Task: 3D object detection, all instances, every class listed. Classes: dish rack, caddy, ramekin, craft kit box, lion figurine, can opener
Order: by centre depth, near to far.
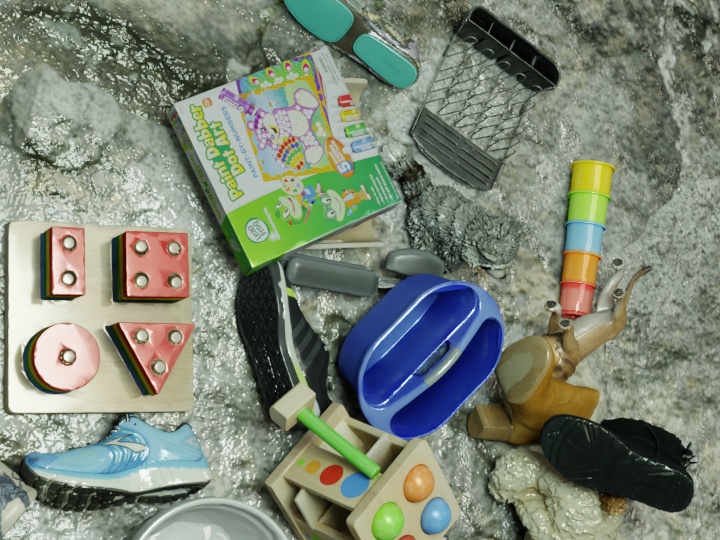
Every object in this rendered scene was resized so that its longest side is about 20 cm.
[{"bbox_3d":[-0.170,0.334,1.340,0.199,0.105,0.201,5,79,-27],"label":"ramekin"},{"bbox_3d":[-0.083,-0.124,1.439,0.197,0.049,0.201,-26,86,-20],"label":"craft kit box"},{"bbox_3d":[0.072,0.097,1.477,0.200,0.105,0.142,-45,118,-9],"label":"caddy"},{"bbox_3d":[0.000,0.000,1.512,0.199,0.053,0.067,5,98,-26],"label":"can opener"},{"bbox_3d":[0.278,0.075,1.605,0.199,0.073,0.123,-24,134,-14],"label":"lion figurine"},{"bbox_3d":[0.152,-0.209,1.628,0.153,0.054,0.201,32,69,-19],"label":"dish rack"}]

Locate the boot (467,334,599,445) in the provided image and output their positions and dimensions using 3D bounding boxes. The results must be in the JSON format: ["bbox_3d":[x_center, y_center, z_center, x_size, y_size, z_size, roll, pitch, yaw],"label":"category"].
[{"bbox_3d":[0.225,0.141,1.541,0.143,0.202,0.071,1,53,-24],"label":"boot"}]

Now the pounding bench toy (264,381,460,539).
[{"bbox_3d":[-0.003,0.220,1.377,0.124,0.156,0.201,-47,130,-26],"label":"pounding bench toy"}]

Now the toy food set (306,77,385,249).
[{"bbox_3d":[-0.045,-0.123,1.505,0.143,0.060,0.201,-3,83,-29],"label":"toy food set"}]

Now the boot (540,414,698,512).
[{"bbox_3d":[0.305,0.210,1.538,0.197,0.162,0.074,23,103,3],"label":"boot"}]

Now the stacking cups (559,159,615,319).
[{"bbox_3d":[0.291,-0.038,1.671,0.060,0.060,0.201,12,77,-26],"label":"stacking cups"}]

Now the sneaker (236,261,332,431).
[{"bbox_3d":[-0.080,0.084,1.462,0.083,0.071,0.201,-11,89,-50],"label":"sneaker"}]

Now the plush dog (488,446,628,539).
[{"bbox_3d":[0.251,0.322,1.559,0.199,0.160,0.173,10,101,-27],"label":"plush dog"}]

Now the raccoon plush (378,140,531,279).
[{"bbox_3d":[0.105,-0.070,1.533,0.200,0.134,0.097,44,66,-15],"label":"raccoon plush"}]

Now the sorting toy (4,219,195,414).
[{"bbox_3d":[-0.263,0.047,1.356,0.199,0.070,0.200,2,81,-28],"label":"sorting toy"}]

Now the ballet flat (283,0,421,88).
[{"bbox_3d":[-0.009,-0.295,1.558,0.200,0.072,0.072,34,68,-19],"label":"ballet flat"}]

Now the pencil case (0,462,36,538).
[{"bbox_3d":[-0.405,0.188,1.250,0.200,0.089,0.078,44,52,-17],"label":"pencil case"}]

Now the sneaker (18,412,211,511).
[{"bbox_3d":[-0.257,0.195,1.348,0.199,0.078,0.090,2,62,-31],"label":"sneaker"}]
